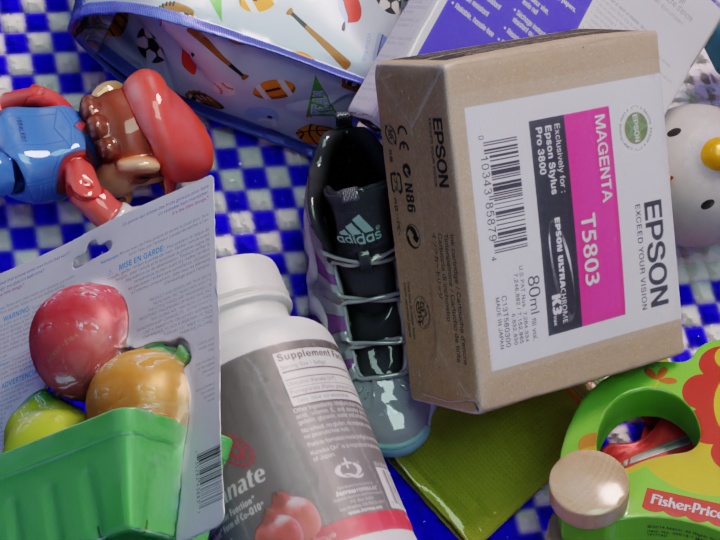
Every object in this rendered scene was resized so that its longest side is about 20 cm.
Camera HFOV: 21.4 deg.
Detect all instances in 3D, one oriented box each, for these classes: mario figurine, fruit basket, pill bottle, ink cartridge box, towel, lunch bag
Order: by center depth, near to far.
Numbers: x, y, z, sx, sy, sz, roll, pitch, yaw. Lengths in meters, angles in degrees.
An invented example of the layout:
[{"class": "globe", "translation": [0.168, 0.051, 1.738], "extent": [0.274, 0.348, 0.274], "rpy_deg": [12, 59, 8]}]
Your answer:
[{"class": "fruit basket", "translation": [-0.140, 0.069, 1.048], "extent": [0.093, 0.184, 0.202], "rpy_deg": [31, 47, -43]}, {"class": "pill bottle", "translation": [-0.050, 0.096, 1.085], "extent": [0.110, 0.111, 0.201], "rpy_deg": [-14, 67, -23]}, {"class": "ink cartridge box", "translation": [0.102, -0.033, 1.112], "extent": [0.164, 0.075, 0.202], "rpy_deg": [-14, 102, -32]}, {"class": "mario figurine", "translation": [-0.185, -0.056, 1.153], "extent": [0.198, 0.106, 0.125], "rpy_deg": [-8, 87, -21]}, {"class": "ink cartridge box", "translation": [0.113, -0.132, 1.181], "extent": [0.198, 0.043, 0.201], "rpy_deg": [34, 85, -34]}, {"class": "towel", "translation": [0.108, 0.085, 1.196], "extent": [0.200, 0.018, 0.086], "rpy_deg": [-38, 78, -30]}, {"class": "lunch bag", "translation": [-0.079, -0.188, 1.225], "extent": [0.198, 0.124, 0.171], "rpy_deg": [19, 59, -16]}]

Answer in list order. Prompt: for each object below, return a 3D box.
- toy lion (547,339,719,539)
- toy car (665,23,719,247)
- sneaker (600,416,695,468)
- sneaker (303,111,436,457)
[{"class": "toy lion", "translation": [0.224, 0.103, 1.120], "extent": [0.198, 0.069, 0.193], "rpy_deg": [11, 48, 15]}, {"class": "toy car", "translation": [0.247, -0.077, 1.251], "extent": [0.199, 0.177, 0.186], "rpy_deg": [-24, 83, -14]}, {"class": "sneaker", "translation": [0.221, 0.087, 1.199], "extent": [0.199, 0.077, 0.085], "rpy_deg": [-36, 72, -30]}, {"class": "sneaker", "translation": [0.000, 0.000, 1.130], "extent": [0.077, 0.140, 0.202], "rpy_deg": [-12, 62, -6]}]
